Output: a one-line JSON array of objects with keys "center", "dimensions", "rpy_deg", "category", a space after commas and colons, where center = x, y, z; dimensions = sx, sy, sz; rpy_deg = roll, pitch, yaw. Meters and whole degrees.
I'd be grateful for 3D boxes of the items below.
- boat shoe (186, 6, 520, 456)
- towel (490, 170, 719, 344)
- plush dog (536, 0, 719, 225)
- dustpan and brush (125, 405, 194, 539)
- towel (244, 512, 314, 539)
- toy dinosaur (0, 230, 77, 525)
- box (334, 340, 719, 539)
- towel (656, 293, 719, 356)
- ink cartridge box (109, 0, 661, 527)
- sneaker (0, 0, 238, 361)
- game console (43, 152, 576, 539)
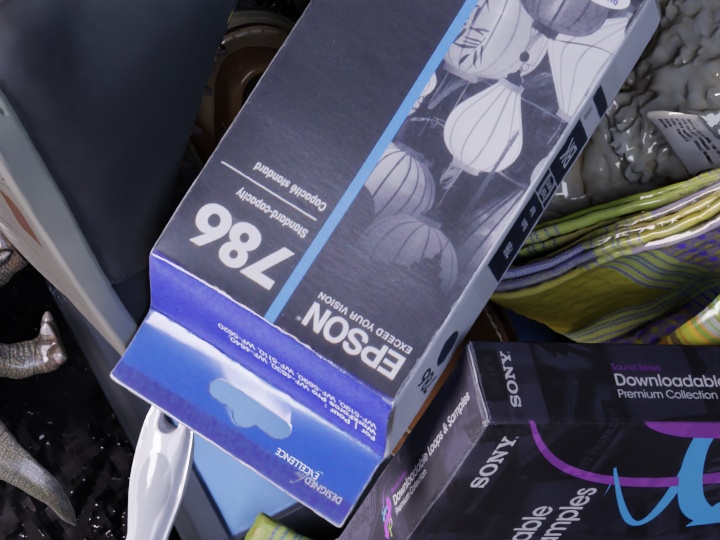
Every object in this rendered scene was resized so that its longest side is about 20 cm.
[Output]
[{"center": [0.000, 0.000, 0.991], "dimensions": [0.076, 0.074, 0.200], "rpy_deg": [-37, 108, -2], "category": "boat shoe"}, {"center": [0.141, 0.008, 0.995], "dimensions": [0.143, 0.023, 0.200], "rpy_deg": [-19, 154, 25], "category": "towel"}, {"center": [0.133, -0.104, 1.002], "dimensions": [0.199, 0.160, 0.173], "rpy_deg": [6, 65, -26], "category": "plush dog"}, {"center": [-0.083, 0.136, 1.007], "dimensions": [0.139, 0.057, 0.201], "rpy_deg": [16, 96, 12], "category": "dustpan and brush"}, {"center": [-0.026, 0.202, 1.072], "dimensions": [0.143, 0.023, 0.201], "rpy_deg": [24, 101, -19], "category": "towel"}, {"center": [-0.168, 0.014, 0.986], "dimensions": [0.102, 0.077, 0.200], "rpy_deg": [-27, 122, 12], "category": "toy dinosaur"}, {"center": [0.104, 0.077, 0.976], "dimensions": [0.199, 0.036, 0.143], "rpy_deg": [3, 145, -21], "category": "box"}, {"center": [0.093, 0.063, 1.001], "dimensions": [0.086, 0.018, 0.200], "rpy_deg": [18, 137, -38], "category": "towel"}, {"center": [0.005, -0.027, 0.910], "dimensions": [0.099, 0.039, 0.201], "rpy_deg": [30, 86, 14], "category": "ink cartridge box"}, {"center": [-0.073, -0.046, 0.933], "dimensions": [0.106, 0.075, 0.200], "rpy_deg": [-41, 149, -11], "category": "sneaker"}, {"center": [-0.005, 0.028, 1.047], "dimensions": [0.176, 0.031, 0.201], "rpy_deg": [-29, 108, -8], "category": "game console"}]
